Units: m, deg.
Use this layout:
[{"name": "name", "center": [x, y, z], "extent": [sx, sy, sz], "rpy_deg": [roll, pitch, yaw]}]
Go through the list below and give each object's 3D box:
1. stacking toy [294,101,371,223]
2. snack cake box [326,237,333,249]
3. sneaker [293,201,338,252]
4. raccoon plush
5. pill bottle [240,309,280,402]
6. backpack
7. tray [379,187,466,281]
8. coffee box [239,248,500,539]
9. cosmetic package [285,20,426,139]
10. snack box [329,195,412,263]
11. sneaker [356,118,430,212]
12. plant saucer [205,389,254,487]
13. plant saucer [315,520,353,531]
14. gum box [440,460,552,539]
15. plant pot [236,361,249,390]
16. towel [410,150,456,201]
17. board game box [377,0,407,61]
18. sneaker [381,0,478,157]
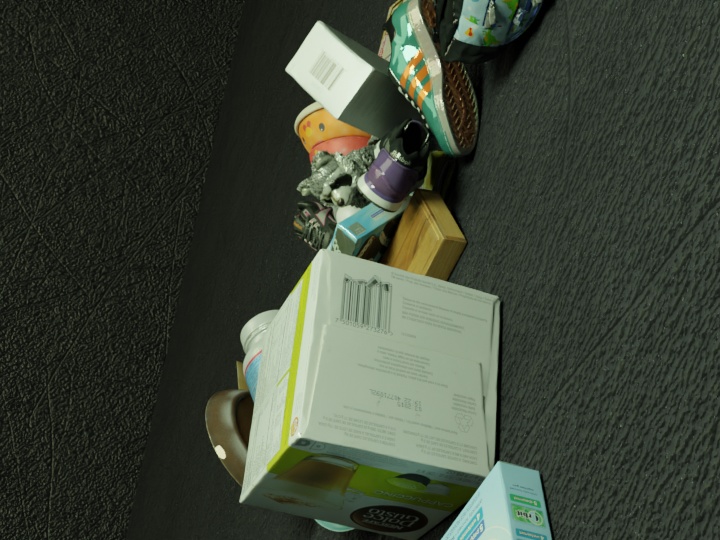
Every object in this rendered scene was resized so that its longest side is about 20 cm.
[{"name": "stacking toy", "center": [-0.018, -0.150, 1.706], "extent": [0.146, 0.144, 0.203], "rpy_deg": [136, 130, -60]}, {"name": "snack cake box", "center": [-0.036, 0.044, 1.621], "extent": [0.116, 0.066, 0.201], "rpy_deg": [-90, 23, -44]}, {"name": "sneaker", "center": [-0.064, -0.056, 1.782], "extent": [0.200, 0.085, 0.081], "rpy_deg": [-122, 49, -69]}, {"name": "raccoon plush", "center": [-0.019, -0.139, 1.542], "extent": [0.200, 0.132, 0.098], "rpy_deg": [-109, 37, -65]}, {"name": "pill bottle", "center": [-0.096, 0.155, 1.533], "extent": [0.109, 0.108, 0.201], "rpy_deg": [-61, 41, 37]}, {"name": "backpack", "center": [0.155, -0.351, 1.253], "extent": [0.164, 0.152, 0.202], "rpy_deg": [-81, -8, -46]}, {"name": "tray", "center": [0.055, 0.013, 1.357], "extent": [0.201, 0.037, 0.099], "rpy_deg": [-64, 33, 30]}, {"name": "coffee box", "center": [0.009, 0.132, 1.136], "extent": [0.198, 0.197, 0.202], "rpy_deg": [127, 154, -53]}, {"name": "cosmetic package", "center": [0.008, -0.233, 1.455], "extent": [0.113, 0.199, 0.081], "rpy_deg": [45, 107, 24]}, {"name": "snack box", "center": [0.000, 0.000, 1.416], "extent": [0.116, 0.037, 0.201], "rpy_deg": [-33, -28, -39]}, {"name": "sneaker", "center": [0.061, -0.143, 1.356], "extent": [0.088, 0.075, 0.200], "rpy_deg": [-55, 6, 27]}, {"name": "plant saucer", "center": [-0.124, 0.236, 1.531], "extent": [0.032, 0.200, 0.201], "rpy_deg": [-42, 28, 21]}, {"name": "plant saucer", "center": [-0.009, 0.206, 1.340], "extent": [0.199, 0.027, 0.203], "rpy_deg": [-20, 63, 47]}, {"name": "gum box", "center": [0.105, 0.290, 0.930], "extent": [0.201, 0.044, 0.171], "rpy_deg": [-94, 26, -49]}, {"name": "plant pot", "center": [-0.173, 0.242, 1.776], "extent": [0.200, 0.027, 0.203], "rpy_deg": [176, 90, -84]}, {"name": "towel", "center": [0.069, -0.089, 1.474], "extent": [0.200, 0.023, 0.145], "rpy_deg": [-144, 70, -73]}, {"name": "board game box", "center": [0.074, -0.335, 1.657], "extent": [0.200, 0.046, 0.153], "rpy_deg": [174, 111, -73]}, {"name": "sneaker", "center": [0.081, -0.225, 1.359], "extent": [0.079, 0.071, 0.203], "rpy_deg": [-23, 78, 42]}]
